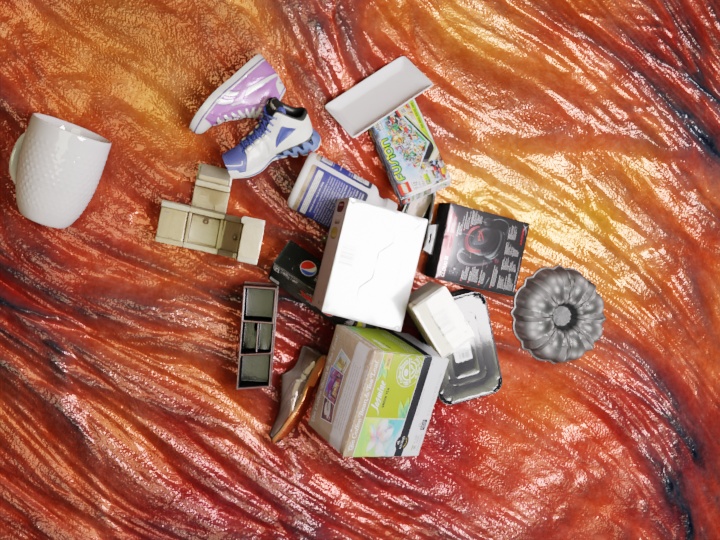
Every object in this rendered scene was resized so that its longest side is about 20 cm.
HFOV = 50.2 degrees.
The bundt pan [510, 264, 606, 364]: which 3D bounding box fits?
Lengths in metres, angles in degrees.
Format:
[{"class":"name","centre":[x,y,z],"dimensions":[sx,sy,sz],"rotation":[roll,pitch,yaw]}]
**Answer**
[{"class":"bundt pan","centre":[0.410,0.094,1.563],"dimensions":[0.196,0.076,0.208],"rotation":[0,94,-5]}]

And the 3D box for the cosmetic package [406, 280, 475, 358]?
[{"class":"cosmetic package","centre":[0.136,0.084,1.379],"dimensions":[0.072,0.200,0.105],"rotation":[-32,91,-2]}]

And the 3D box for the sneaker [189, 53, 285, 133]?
[{"class":"sneaker","centre":[-0.230,-0.309,1.480],"dimensions":[0.200,0.073,0.115],"rotation":[-42,99,-3]}]

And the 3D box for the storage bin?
[{"class":"storage bin","centre":[0.194,0.150,1.534],"dimensions":[0.132,0.094,0.206],"rotation":[-13,93,-5]}]

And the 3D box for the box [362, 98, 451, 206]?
[{"class":"box","centre":[0.089,-0.238,1.498],"dimensions":[0.108,0.035,0.204],"rotation":[-22,74,-4]}]

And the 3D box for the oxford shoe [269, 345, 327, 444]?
[{"class":"oxford shoe","centre":[-0.134,0.246,1.527],"dimensions":[0.072,0.071,0.203],"rotation":[29,85,13]}]

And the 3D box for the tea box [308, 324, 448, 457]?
[{"class":"tea box","centre":[0.033,0.226,1.434],"dimensions":[0.193,0.133,0.205],"rotation":[9,102,-38]}]

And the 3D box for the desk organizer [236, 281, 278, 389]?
[{"class":"desk organizer","centre":[-0.202,0.129,1.500],"dimensions":[0.070,0.077,0.206],"rotation":[4,92,-6]}]

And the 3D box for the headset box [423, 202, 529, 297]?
[{"class":"headset box","centre":[0.221,-0.044,1.523],"dimensions":[0.195,0.075,0.153],"rotation":[12,91,-15]}]

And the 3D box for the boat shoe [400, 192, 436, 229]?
[{"class":"boat shoe","centre":[0.098,-0.082,1.527],"dimensions":[0.070,0.068,0.205],"rotation":[21,92,-8]}]

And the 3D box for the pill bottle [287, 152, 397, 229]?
[{"class":"pill bottle","centre":[-0.034,-0.132,1.485],"dimensions":[0.196,0.116,0.118],"rotation":[28,90,-6]}]

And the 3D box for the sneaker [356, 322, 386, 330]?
[{"class":"sneaker","centre":[0.009,0.200,1.526],"dimensions":[0.082,0.074,0.206],"rotation":[9,92,-7]}]

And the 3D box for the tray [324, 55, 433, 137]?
[{"class":"tray","centre":[0.037,-0.336,1.501],"dimensions":[0.198,0.022,0.108],"rotation":[-35,59,-11]}]

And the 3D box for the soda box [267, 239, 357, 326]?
[{"class":"soda box","centre":[-0.079,0.032,1.489],"dimensions":[0.198,0.064,0.071],"rotation":[34,55,2]}]

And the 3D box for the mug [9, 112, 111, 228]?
[{"class":"mug","centre":[-0.578,-0.188,1.425],"dimensions":[0.197,0.147,0.179],"rotation":[26,99,24]}]

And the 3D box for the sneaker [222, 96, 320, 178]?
[{"class":"sneaker","centre":[-0.177,-0.264,1.459],"dimensions":[0.195,0.081,0.117],"rotation":[-23,134,-10]}]

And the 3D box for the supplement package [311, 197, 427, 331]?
[{"class":"supplement package","centre":[0.014,-0.013,1.386],"dimensions":[0.152,0.111,0.206],"rotation":[14,90,-14]}]

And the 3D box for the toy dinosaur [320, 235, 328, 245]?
[{"class":"toy dinosaur","centre":[0.000,0.000,1.513],"dimensions":[0.060,0.105,0.202],"rotation":[-45,108,-40]}]

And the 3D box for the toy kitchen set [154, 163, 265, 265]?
[{"class":"toy kitchen set","centre":[-0.274,-0.115,1.428],"dimensions":[0.194,0.180,0.168],"rotation":[11,91,-10]}]
